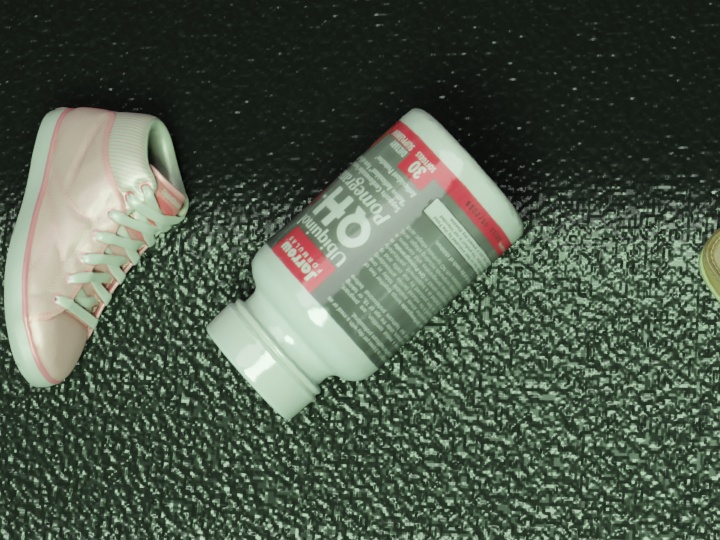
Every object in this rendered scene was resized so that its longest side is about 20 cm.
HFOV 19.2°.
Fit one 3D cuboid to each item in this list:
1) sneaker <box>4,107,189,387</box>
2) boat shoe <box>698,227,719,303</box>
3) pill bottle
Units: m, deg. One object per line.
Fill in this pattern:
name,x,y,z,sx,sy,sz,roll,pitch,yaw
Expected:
sneaker,-0.176,-0.020,1.444,0.104,0.075,0.202,-1,68,21
boat shoe,0.294,0.027,1.303,0.199,0.066,0.074,34,84,22
pill bottle,0.000,0.000,1.370,0.200,0.111,0.111,-43,67,-1
